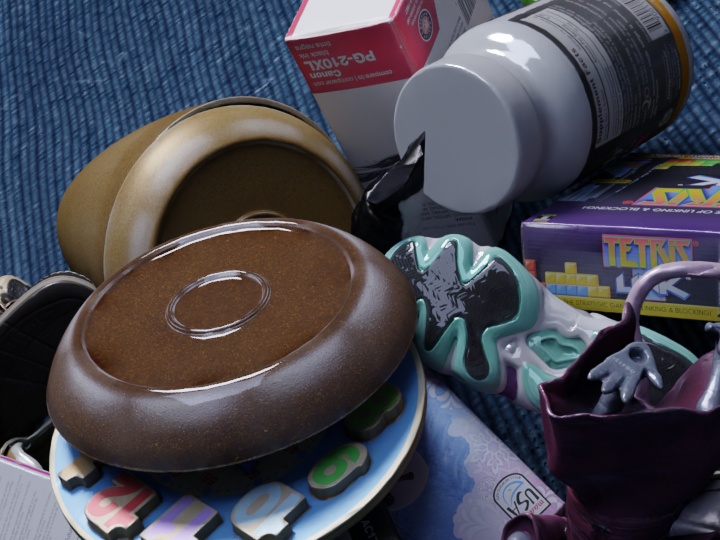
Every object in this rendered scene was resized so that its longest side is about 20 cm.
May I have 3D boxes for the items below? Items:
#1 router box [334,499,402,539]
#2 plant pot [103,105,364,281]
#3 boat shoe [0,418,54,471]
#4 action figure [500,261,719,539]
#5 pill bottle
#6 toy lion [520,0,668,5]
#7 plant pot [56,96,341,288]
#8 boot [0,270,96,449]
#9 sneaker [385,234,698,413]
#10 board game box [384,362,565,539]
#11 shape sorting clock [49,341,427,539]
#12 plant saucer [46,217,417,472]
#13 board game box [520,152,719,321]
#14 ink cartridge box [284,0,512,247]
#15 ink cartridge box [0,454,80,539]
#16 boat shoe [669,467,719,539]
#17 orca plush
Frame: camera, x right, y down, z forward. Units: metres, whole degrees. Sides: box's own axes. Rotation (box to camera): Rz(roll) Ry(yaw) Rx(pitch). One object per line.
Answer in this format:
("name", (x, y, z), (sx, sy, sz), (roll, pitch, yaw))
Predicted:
("router box", (-0.028, 0.204, 0.798), (0.149, 0.051, 0.201), (-24, 70, -3))
("plant pot", (-0.066, -0.005, 1.019), (0.200, 0.200, 0.027), (-45, 24, -22))
("boat shoe", (-0.212, 0.140, 1.037), (0.200, 0.069, 0.075), (-42, 44, -18))
("action figure", (0.123, 0.108, 0.794), (0.133, 0.201, 0.149), (10, 39, 3))
("pill bottle", (0.117, -0.111, 1.014), (0.116, 0.117, 0.200), (12, 29, 38))
("toy lion", (0.212, -0.276, 1.292), (0.199, 0.069, 0.192), (-25, 45, 0))
("plant pot", (-0.128, -0.026, 1.118), (0.186, 0.187, 0.200), (-45, 27, -23))
("boot", (-0.243, 0.052, 1.106), (0.200, 0.073, 0.151), (-57, 25, 23))
("sneaker", (0.104, 0.053, 0.913), (0.200, 0.140, 0.078), (30, 84, 14))
("board game box", (-0.027, 0.130, 0.875), (0.200, 0.043, 0.199), (-43, 73, -9))
("shape sorting clock", (-0.064, 0.074, 0.819), (0.199, 0.039, 0.201), (-11, 44, 11))
("plant saucer", (-0.070, 0.027, 0.827), (0.199, 0.032, 0.200), (-10, 32, 6))
("board game box", (0.220, -0.023, 0.943), (0.199, 0.057, 0.165), (4, 19, 32))
("ink cartridge box", (0.042, -0.130, 1.102), (0.084, 0.200, 0.145), (-6, 42, 27))
("ink cartridge box", (-0.239, 0.159, 0.981), (0.199, 0.037, 0.095), (17, 86, 16))
("boat shoe", (0.251, 0.133, 0.798), (0.200, 0.075, 0.093), (9, 56, 46))
("orca plush", (0.000, 0.000, 0.967), (0.071, 0.200, 0.106), (2, 66, 1))
